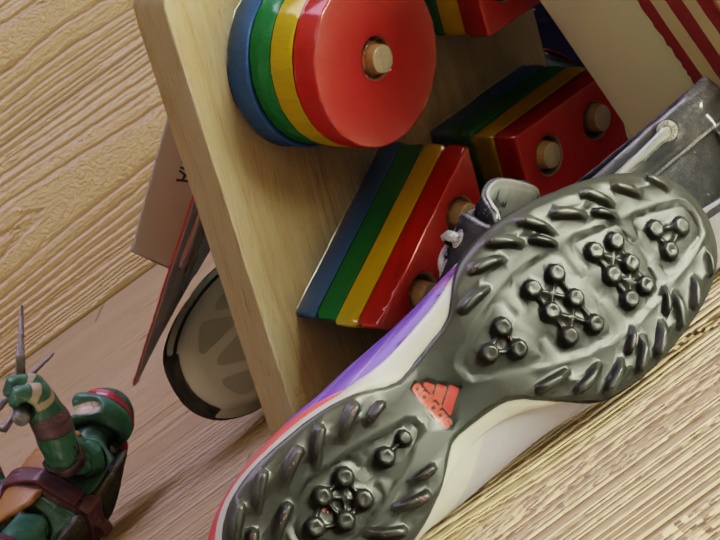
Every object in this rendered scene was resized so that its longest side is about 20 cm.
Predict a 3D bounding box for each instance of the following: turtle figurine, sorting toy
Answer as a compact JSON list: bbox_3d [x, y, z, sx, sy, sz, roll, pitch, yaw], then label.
[{"bbox_3d":[-0.170,0.107,1.138,0.200,0.101,0.150,-60,5,-37],"label":"turtle figurine"},{"bbox_3d":[0.027,-0.058,0.916,0.069,0.201,0.199,7,32,43],"label":"sorting toy"}]

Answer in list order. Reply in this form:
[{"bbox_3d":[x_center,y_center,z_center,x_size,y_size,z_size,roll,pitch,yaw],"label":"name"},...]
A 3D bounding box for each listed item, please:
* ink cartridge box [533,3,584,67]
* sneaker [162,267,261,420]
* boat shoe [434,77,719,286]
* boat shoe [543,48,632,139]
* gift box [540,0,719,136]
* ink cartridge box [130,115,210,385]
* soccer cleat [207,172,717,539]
[{"bbox_3d":[0.058,-0.097,1.155,0.196,0.043,0.200,-6,-6,-2],"label":"ink cartridge box"},{"bbox_3d":[-0.010,-0.001,1.175,0.200,0.076,0.115,-37,4,-34],"label":"sneaker"},{"bbox_3d":[0.060,-0.001,0.826,0.200,0.068,0.072,-33,7,30],"label":"boat shoe"},{"bbox_3d":[0.045,-0.068,1.033,0.201,0.074,0.063,-1,21,-40],"label":"boat shoe"},{"bbox_3d":[0.168,-0.153,0.837,0.200,0.187,0.184,-40,8,-28],"label":"gift box"},{"bbox_3d":[-0.080,-0.066,1.135,0.200,0.043,0.174,112,-177,-47],"label":"ink cartridge box"},{"bbox_3d":[0.030,0.038,0.727,0.200,0.068,0.073,-40,3,-17],"label":"soccer cleat"}]
